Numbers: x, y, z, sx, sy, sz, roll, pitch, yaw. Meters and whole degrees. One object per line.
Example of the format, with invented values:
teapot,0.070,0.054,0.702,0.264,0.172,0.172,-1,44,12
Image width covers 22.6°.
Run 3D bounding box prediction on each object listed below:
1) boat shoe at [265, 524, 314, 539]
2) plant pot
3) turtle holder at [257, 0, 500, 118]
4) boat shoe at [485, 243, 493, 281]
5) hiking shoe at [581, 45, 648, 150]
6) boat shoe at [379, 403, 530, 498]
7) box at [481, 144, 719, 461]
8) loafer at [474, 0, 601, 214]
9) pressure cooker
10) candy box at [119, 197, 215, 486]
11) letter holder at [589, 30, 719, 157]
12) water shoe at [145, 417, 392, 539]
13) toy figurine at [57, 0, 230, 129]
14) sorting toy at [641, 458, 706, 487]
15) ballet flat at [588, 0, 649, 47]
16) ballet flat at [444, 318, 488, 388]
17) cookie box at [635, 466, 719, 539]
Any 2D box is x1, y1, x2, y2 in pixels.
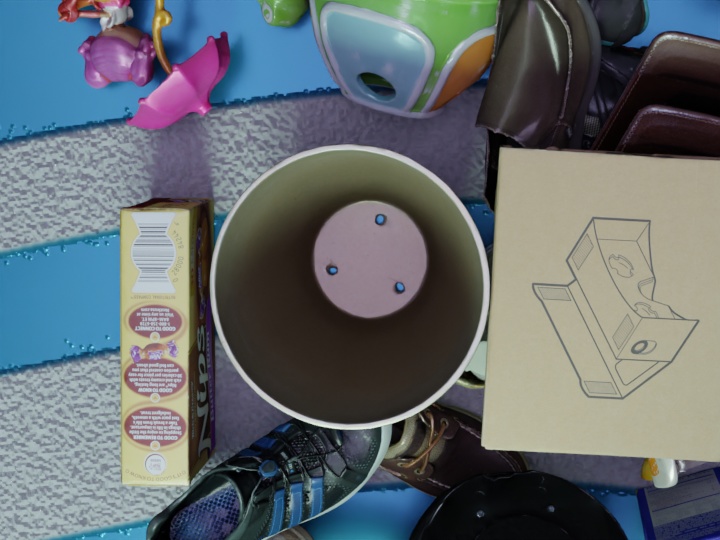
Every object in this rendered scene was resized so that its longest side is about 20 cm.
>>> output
boat shoe,-0.062,0.232,1.320,0.064,0.199,0.073,0,105,-37
plant pot,0.000,0.000,1.279,0.185,0.200,0.190,1,97,4
turtle holder,0.015,-0.187,1.292,0.183,0.141,0.133,8,114,-5
boat shoe,0.125,-0.001,1.337,0.072,0.062,0.200,44,98,-1
hiking shoe,0.196,-0.114,1.324,0.199,0.076,0.101,27,111,7
boat shoe,0.035,0.126,1.353,0.199,0.072,0.073,29,97,1
box,0.166,0.022,1.186,0.162,0.021,0.202,3,99,2
loafer,0.120,-0.116,1.253,0.073,0.071,0.202,23,133,33
pressure cooker,0.104,0.258,1.300,0.177,0.201,0.177,-13,62,-16
candy box,-0.143,0.050,1.338,0.056,0.117,0.202,0,95,4
letter holder,0.271,-0.063,1.234,0.198,0.101,0.143,17,135,-9
water shoe,-0.063,0.155,1.291,0.199,0.079,0.072,-37,78,7
toy figurine,-0.170,-0.197,1.322,0.198,0.150,0.186,2,106,26
sorting toy,0.253,0.045,1.303,0.198,0.107,0.182,-15,85,-24
ballet flat,0.149,-0.253,1.276,0.068,0.068,0.202,-6,69,-22
ballet flat,0.135,0.043,1.247,0.199,0.070,0.071,-18,95,41
cookie box,0.253,0.249,1.283,0.074,0.200,0.173,-14,94,7
